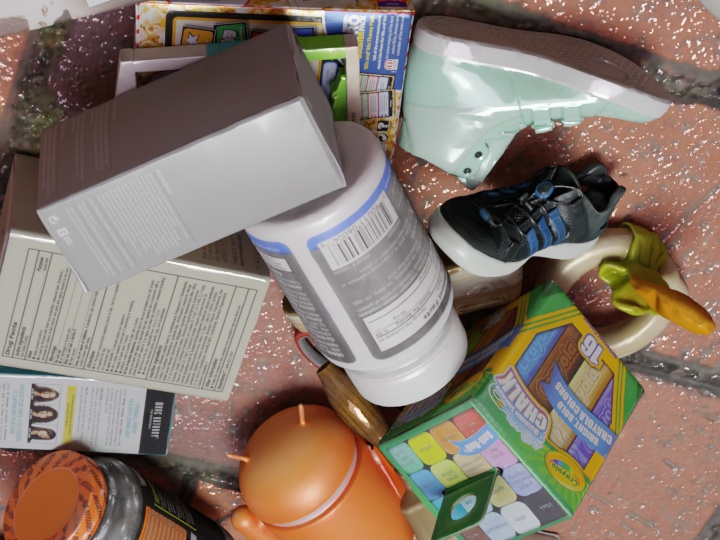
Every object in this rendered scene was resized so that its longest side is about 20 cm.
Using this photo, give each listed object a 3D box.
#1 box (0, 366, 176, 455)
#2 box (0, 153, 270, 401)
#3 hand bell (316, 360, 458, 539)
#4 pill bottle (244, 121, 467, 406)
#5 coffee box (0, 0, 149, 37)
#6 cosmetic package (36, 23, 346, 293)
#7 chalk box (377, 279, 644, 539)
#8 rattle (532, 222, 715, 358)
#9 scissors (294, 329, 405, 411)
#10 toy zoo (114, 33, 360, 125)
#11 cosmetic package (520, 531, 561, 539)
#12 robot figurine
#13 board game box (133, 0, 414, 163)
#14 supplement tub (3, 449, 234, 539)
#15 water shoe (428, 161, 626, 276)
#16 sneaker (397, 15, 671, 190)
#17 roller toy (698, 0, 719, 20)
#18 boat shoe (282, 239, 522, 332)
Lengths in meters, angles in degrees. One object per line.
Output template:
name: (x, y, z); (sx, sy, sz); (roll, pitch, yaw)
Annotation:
box: (-0.254, 0.102, 1.386); (0.199, 0.049, 0.083); (4, 127, -12)
box: (-0.182, 0.006, 1.289); (0.199, 0.109, 0.128); (11, 124, -16)
hand bell: (0.033, 0.152, 1.377); (0.104, 0.104, 0.200); (-35, 101, 17)
pill bottle: (0.000, 0.000, 1.226); (0.113, 0.114, 0.200); (-23, 128, 8)
coffee box: (-0.183, -0.228, 1.111); (0.199, 0.113, 0.080); (-14, 128, 2)
cosmetic package: (-0.117, -0.078, 1.153); (0.199, 0.107, 0.090); (-19, 127, 8)
chalk box: (0.108, 0.128, 1.306); (0.124, 0.200, 0.125); (49, 136, -9)
rattle: (0.184, 0.065, 1.377); (0.199, 0.143, 0.130); (-31, 140, 7)
scissors: (0.010, 0.100, 1.448); (0.073, 0.014, 0.200); (-5, 146, 26)
toy zoo: (-0.099, -0.104, 1.215); (0.199, 0.021, 0.132); (-5, 128, -4)
cosmetic package: (0.116, 0.343, 1.601); (0.103, 0.087, 0.201); (11, 124, -16)
robot figurine: (-0.026, 0.193, 1.451); (0.143, 0.117, 0.200); (-1, 141, 44)
board game box: (-0.069, -0.138, 1.237); (0.199, 0.046, 0.152); (1, 127, -10)
supplement tub: (-0.201, 0.236, 1.429); (0.122, 0.123, 0.200); (-32, 136, 15)
water shoe: (0.127, -0.050, 1.281); (0.200, 0.072, 0.079); (-11, 142, -52)
sneaker: (0.126, -0.115, 1.266); (0.199, 0.074, 0.119); (12, 118, -5)
roller toy: (0.287, -0.258, 1.145); (0.199, 0.140, 0.183); (-10, 117, 2)
boat shoe: (0.038, 0.023, 1.358); (0.199, 0.074, 0.069); (-14, 122, 1)
